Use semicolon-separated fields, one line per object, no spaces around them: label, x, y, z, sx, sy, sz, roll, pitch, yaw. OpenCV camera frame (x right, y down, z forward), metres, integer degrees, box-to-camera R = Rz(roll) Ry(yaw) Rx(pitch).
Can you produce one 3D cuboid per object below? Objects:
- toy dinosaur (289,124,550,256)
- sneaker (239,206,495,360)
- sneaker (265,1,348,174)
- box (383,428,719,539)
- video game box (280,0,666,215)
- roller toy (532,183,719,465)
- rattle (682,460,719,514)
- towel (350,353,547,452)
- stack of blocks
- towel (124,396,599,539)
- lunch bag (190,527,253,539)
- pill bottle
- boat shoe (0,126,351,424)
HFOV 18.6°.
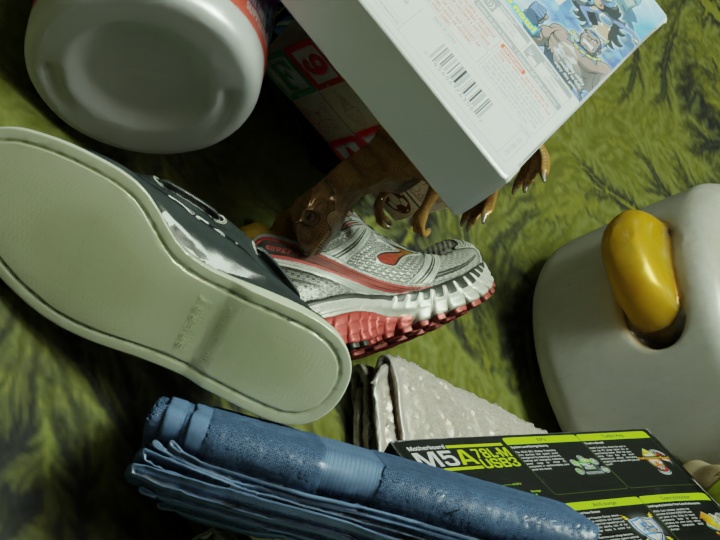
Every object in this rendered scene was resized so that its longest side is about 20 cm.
toy dinosaur;0.043;-0.081;1.070;0.106;0.060;0.200;41;65;-18
sneaker;0.000;0.000;1.117;0.200;0.078;0.083;-10;78;-57
sneaker;-0.017;-0.140;1.179;0.090;0.078;0.201;-7;76;-53
box;0.127;0.156;1.076;0.199;0.048;0.193;1;35;-44
video game box;0.036;-0.151;1.041;0.200;0.047;0.182;51;46;-4
roller toy;0.201;0.046;1.313;0.201;0.139;0.182;62;28;-6
rattle;0.267;0.166;1.223;0.143;0.130;0.200;-44;107;-31
towel;0.067;0.130;1.175;0.200;0.034;0.133;26;51;-46
stack of blocks;0.053;-0.137;1.153;0.115;0.058;0.200;47;63;-17
towel;-0.002;0.102;0.958;0.112;0.199;0.049;-167;-87;-88
lunch bag;-0.008;0.216;0.944;0.164;0.117;0.201;33;38;-36
pill bottle;-0.088;-0.164;1.056;0.111;0.111;0.201;41;41;-34
boat shoe;-0.093;-0.004;0.985;0.199;0.075;0.066;28;13;-12
